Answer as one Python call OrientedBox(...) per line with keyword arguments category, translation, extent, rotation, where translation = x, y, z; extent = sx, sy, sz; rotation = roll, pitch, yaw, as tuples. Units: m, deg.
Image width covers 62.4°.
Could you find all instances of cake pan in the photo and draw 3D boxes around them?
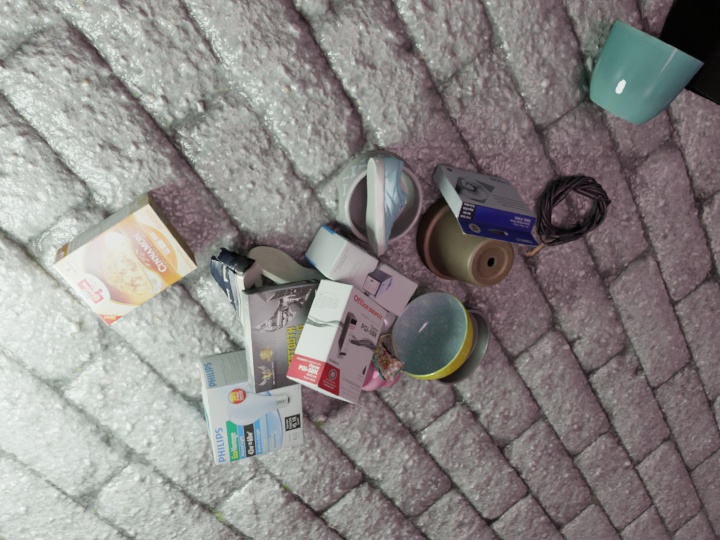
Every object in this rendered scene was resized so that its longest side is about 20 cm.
OrientedBox(category="cake pan", translation=(0.235, 0.183, 1.462), extent=(0.198, 0.037, 0.203), rotation=(-15, 117, -30))

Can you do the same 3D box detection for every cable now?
OrientedBox(category="cable", translation=(0.518, -0.151, 1.444), extent=(0.198, 0.051, 0.165), rotation=(-15, 113, -12))

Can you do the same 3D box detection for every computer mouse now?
OrientedBox(category="computer mouse", translation=(0.090, 0.131, 1.398), extent=(0.198, 0.044, 0.111), rotation=(9, 110, -25))

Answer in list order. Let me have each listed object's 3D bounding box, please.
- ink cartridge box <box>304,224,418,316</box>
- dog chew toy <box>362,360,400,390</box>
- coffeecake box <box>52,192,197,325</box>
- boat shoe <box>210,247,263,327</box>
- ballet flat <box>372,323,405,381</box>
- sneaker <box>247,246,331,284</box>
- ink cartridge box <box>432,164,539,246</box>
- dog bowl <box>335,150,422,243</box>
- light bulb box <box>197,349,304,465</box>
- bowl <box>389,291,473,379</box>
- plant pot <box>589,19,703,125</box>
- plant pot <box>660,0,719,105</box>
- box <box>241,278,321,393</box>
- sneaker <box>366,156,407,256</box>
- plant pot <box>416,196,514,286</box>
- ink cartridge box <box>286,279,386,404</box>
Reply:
OrientedBox(category="ink cartridge box", translation=(0.000, 0.000, 1.243), extent=(0.199, 0.146, 0.086), rotation=(28, 94, -30))
OrientedBox(category="dog chew toy", translation=(0.011, 0.221, 1.369), extent=(0.198, 0.125, 0.126), rotation=(17, 106, -35))
OrientedBox(category="coffeecake box", translation=(-0.433, -0.021, 1.108), extent=(0.199, 0.073, 0.154), rotation=(-33, 121, -4))
OrientedBox(category="boat shoe", translation=(-0.250, 0.036, 1.216), extent=(0.075, 0.092, 0.201), rotation=(-48, 155, -39))
OrientedBox(category="ballet flat", translation=(0.037, 0.147, 1.307), extent=(0.064, 0.201, 0.076), rotation=(-34, 156, 9))
OrientedBox(category="sneaker", translation=(-0.152, 0.022, 1.245), extent=(0.198, 0.076, 0.085), rotation=(27, 137, -14))
OrientedBox(category="ink cartridge box", translation=(0.271, -0.140, 1.259), extent=(0.197, 0.201, 0.041), rotation=(7, 130, -25))
OrientedBox(category="dog bowl", translation=(0.042, -0.146, 1.248), extent=(0.198, 0.059, 0.202), rotation=(-9, 115, -19))
OrientedBox(category="light bulb box", translation=(-0.236, 0.285, 1.292), extent=(0.198, 0.125, 0.201), rotation=(-10, 116, -19))
OrientedBox(category="bowl", translation=(0.174, 0.159, 1.321), extent=(0.200, 0.200, 0.108), rotation=(-47, 131, 4))
OrientedBox(category="plant pot", translation=(0.590, -0.413, 1.272), extent=(0.198, 0.201, 0.162), rotation=(11, 122, -25))
OrientedBox(category="plant pot", translation=(0.786, -0.485, 1.319), extent=(0.198, 0.201, 0.179), rotation=(16, 117, -27))
OrientedBox(category="box", translation=(-0.148, 0.127, 1.176), extent=(0.157, 0.048, 0.203), rotation=(-8, 104, -27))
OrientedBox(category="sneaker", translation=(0.058, -0.126, 1.187), extent=(0.081, 0.074, 0.202), rotation=(-6, 116, -15))
OrientedBox(category="plant pot", translation=(0.245, -0.052, 1.303), extent=(0.198, 0.175, 0.203), rotation=(-8, 115, -18))
OrientedBox(category="ink cartridge box", translation=(-0.041, 0.139, 1.163), extent=(0.147, 0.082, 0.202), rotation=(37, 67, -50))
